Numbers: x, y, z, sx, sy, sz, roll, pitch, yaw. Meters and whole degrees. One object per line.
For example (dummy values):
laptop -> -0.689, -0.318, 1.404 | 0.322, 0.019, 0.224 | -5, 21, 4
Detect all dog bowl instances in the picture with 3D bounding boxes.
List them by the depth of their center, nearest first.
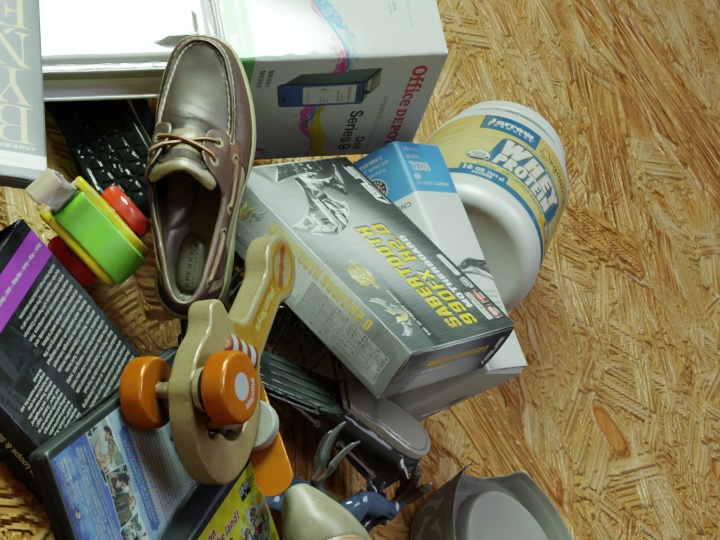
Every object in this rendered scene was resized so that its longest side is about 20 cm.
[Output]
dog bowl -> 0.115, 0.256, 1.655 | 0.200, 0.059, 0.201 | 39, 36, -36

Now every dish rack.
dish rack -> -0.197, -0.203, 1.439 | 0.199, 0.044, 0.172 | -4, 64, -16
dish rack -> -0.070, 0.023, 1.479 | 0.153, 0.055, 0.200 | 23, 26, -21

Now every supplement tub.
supplement tub -> 0.108, -0.058, 1.819 | 0.145, 0.144, 0.200 | 53, 30, -16

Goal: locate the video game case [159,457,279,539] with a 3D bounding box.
video game case -> -0.090, 0.245, 1.314 | 0.200, 0.025, 0.181 | -55, 132, -58

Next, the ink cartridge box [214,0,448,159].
ink cartridge box -> -0.047, -0.159, 1.562 | 0.199, 0.145, 0.088 | -5, 63, -17

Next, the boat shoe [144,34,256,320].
boat shoe -> -0.113, -0.068, 1.375 | 0.072, 0.072, 0.201 | 68, 28, -83

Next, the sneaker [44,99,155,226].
sneaker -> -0.191, -0.115, 1.489 | 0.083, 0.072, 0.201 | 45, 25, -76

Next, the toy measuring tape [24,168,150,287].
toy measuring tape -> -0.180, -0.026, 1.353 | 0.200, 0.073, 0.074 | 87, -22, -85

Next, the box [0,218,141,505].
box -> -0.196, 0.083, 1.324 | 0.200, 0.036, 0.143 | 50, 32, -18

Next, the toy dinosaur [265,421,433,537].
toy dinosaur -> -0.037, 0.176, 1.457 | 0.181, 0.105, 0.201 | -9, 86, -39

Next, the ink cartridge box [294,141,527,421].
ink cartridge box -> 0.024, 0.017, 1.613 | 0.084, 0.145, 0.201 | 1, 65, -63

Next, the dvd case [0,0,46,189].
dvd case -> -0.283, -0.148, 1.329 | 0.148, 0.016, 0.201 | 8, 56, -24

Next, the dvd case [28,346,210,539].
dvd case -> -0.140, 0.147, 1.294 | 0.200, 0.017, 0.143 | -41, 116, -64

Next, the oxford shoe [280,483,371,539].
oxford shoe -> -0.015, 0.203, 1.418 | 0.200, 0.070, 0.075 | 81, -16, -64

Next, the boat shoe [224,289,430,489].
boat shoe -> -0.038, 0.096, 1.541 | 0.200, 0.057, 0.067 | 39, 23, -7

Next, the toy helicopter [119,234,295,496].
toy helicopter -> -0.077, 0.060, 1.341 | 0.132, 0.079, 0.200 | 63, 33, -37

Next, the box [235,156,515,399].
box -> 0.000, 0.000, 1.488 | 0.200, 0.048, 0.158 | 45, 26, 20
